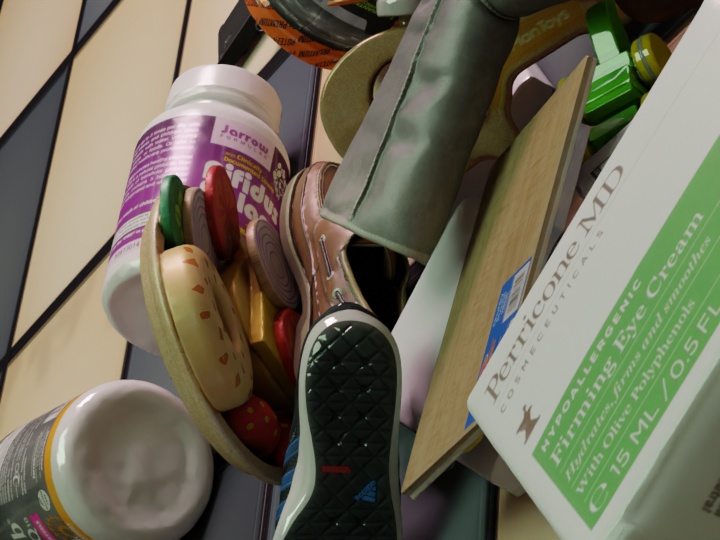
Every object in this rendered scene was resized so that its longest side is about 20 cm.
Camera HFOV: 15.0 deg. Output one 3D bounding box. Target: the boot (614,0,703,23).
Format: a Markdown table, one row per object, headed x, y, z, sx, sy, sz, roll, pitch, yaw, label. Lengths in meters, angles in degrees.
| x | y | z | sx | sy | sz | roll | pitch | yaw | label |
| --- | --- | --- | --- | --- | --- | --- | --- | --- | --- |
| 0.198 | -0.159 | 1.381 | 0.188 | 0.068 | 0.200 | -37 | 21 | 24 | boot |

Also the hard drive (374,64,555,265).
| x | y | z | sx | sy | sz | roll | pitch | yaw | label |
| --- | --- | --- | --- | --- | --- | --- | --- | --- | --- |
| 0.054 | -0.096 | 1.707 | 0.132 | 0.026 | 0.200 | -57 | 22 | 14 | hard drive |

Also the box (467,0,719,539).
| x | y | z | sx | sy | sz | roll | pitch | yaw | label |
| --- | --- | --- | --- | --- | --- | --- | --- | --- | --- |
| 0.185 | 0.036 | 1.008 | 0.199 | 0.200 | 0.171 | -60 | 19 | 9 | box |

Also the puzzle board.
| x | y | z | sx | sy | sz | roll | pitch | yaw | label |
| --- | --- | --- | --- | --- | --- | --- | --- | --- | --- |
| 0.074 | 0.007 | 1.396 | 0.151 | 0.017 | 0.200 | 130 | 159 | -63 | puzzle board |

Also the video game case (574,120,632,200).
| x | y | z | sx | sy | sz | roll | pitch | yaw | label |
| --- | --- | --- | --- | --- | --- | --- | --- | --- | --- |
| 0.197 | -0.066 | 1.284 | 0.182 | 0.023 | 0.200 | -43 | 23 | 5 | video game case |

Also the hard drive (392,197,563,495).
| x | y | z | sx | sy | sz | roll | pitch | yaw | label |
| --- | --- | --- | --- | --- | --- | --- | --- | --- | --- |
| 0.072 | 0.036 | 1.487 | 0.132 | 0.026 | 0.200 | -62 | 21 | 0 | hard drive |

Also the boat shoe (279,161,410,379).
| x | y | z | sx | sy | sz | roll | pitch | yaw | label |
| --- | --- | --- | --- | --- | --- | --- | --- | --- | --- |
| 0.000 | 0.000 | 1.671 | 0.068 | 0.072 | 0.200 | -43 | 37 | 31 | boat shoe |

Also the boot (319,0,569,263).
| x | y | z | sx | sy | sz | roll | pitch | yaw | label |
| --- | --- | --- | --- | --- | --- | --- | --- | --- | --- |
| 0.059 | -0.101 | 1.460 | 0.200 | 0.073 | 0.182 | -62 | 22 | -5 | boot |

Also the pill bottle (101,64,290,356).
| x | y | z | sx | sy | sz | roll | pitch | yaw | label |
| --- | --- | --- | --- | --- | --- | --- | --- | --- | --- |
| -0.108 | -0.044 | 1.900 | 0.112 | 0.112 | 0.200 | -41 | 30 | 43 | pill bottle |

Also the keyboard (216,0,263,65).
| x | y | z | sx | sy | sz | roll | pitch | yaw | label |
| --- | --- | --- | --- | --- | --- | --- | --- | --- | --- |
| -0.053 | -0.238 | 2.135 | 0.200 | 0.021 | 0.127 | -55 | 17 | 21 | keyboard |

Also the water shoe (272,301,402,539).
| x | y | z | sx | sy | sz | roll | pitch | yaw | label |
| --- | --- | --- | --- | --- | --- | --- | --- | --- | --- |
| -0.009 | 0.117 | 1.507 | 0.079 | 0.071 | 0.200 | -93 | 13 | -79 | water shoe |

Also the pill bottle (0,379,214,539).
| x | y | z | sx | sy | sz | roll | pitch | yaw | label |
| --- | --- | --- | --- | --- | --- | --- | --- | --- | --- |
| -0.191 | 0.149 | 1.853 | 0.200 | 0.116 | 0.116 | -28 | 39 | 56 | pill bottle |

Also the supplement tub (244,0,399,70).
| x | y | z | sx | sy | sz | roll | pitch | yaw | label |
| --- | --- | --- | --- | --- | --- | --- | --- | --- | --- |
| 0.013 | -0.236 | 1.836 | 0.200 | 0.123 | 0.123 | -48 | 25 | 31 | supplement tub |

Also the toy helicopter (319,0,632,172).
| x | y | z | sx | sy | sz | roll | pitch | yaw | label |
| --- | --- | --- | --- | --- | --- | --- | --- | --- | --- |
| 0.066 | -0.128 | 1.571 | 0.200 | 0.132 | 0.079 | -29 | -2 | 8 | toy helicopter |

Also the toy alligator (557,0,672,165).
| x | y | z | sx | sy | sz | roll | pitch | yaw | label |
| --- | --- | --- | --- | --- | --- | --- | --- | --- | --- |
| 0.146 | -0.058 | 1.422 | 0.059 | 0.054 | 0.200 | -29 | 45 | 26 | toy alligator |

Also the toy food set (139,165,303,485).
| x | y | z | sx | sy | sz | roll | pitch | yaw | label |
| --- | --- | --- | --- | --- | --- | --- | --- | --- | --- |
| -0.072 | 0.032 | 1.642 | 0.049 | 0.200 | 0.198 | -23 | 39 | 17 | toy food set |
